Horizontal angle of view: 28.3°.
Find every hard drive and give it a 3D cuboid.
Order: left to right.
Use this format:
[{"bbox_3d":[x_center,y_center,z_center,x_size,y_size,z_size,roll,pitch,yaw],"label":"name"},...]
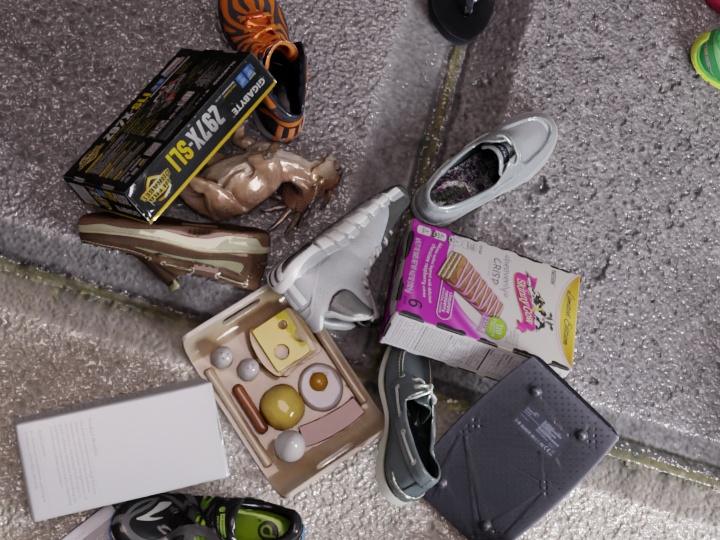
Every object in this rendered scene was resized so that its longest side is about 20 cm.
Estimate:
[{"bbox_3d":[0.158,0.190,1.486,0.135,0.042,0.200,43,112,0],"label":"hard drive"}]

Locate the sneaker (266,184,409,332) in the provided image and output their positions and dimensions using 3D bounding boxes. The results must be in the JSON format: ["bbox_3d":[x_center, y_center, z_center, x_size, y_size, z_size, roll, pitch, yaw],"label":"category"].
[{"bbox_3d":[0.000,0.000,1.523,0.200,0.075,0.116,-37,93,-30],"label":"sneaker"}]

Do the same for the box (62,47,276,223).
[{"bbox_3d":[-0.199,-0.145,1.477,0.200,0.159,0.049,-51,120,-17],"label":"box"}]

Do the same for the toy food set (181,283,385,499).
[{"bbox_3d":[-0.075,0.117,1.496,0.143,0.060,0.201,-32,86,-16],"label":"toy food set"}]

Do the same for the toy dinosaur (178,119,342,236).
[{"bbox_3d":[-0.124,-0.089,1.526,0.199,0.136,0.086,-13,43,9],"label":"toy dinosaur"}]

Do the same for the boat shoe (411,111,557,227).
[{"bbox_3d":[0.146,-0.115,1.583,0.200,0.072,0.070,-35,87,-16],"label":"boat shoe"}]

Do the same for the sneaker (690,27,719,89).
[{"bbox_3d":[0.482,-0.224,1.668,0.199,0.084,0.074,23,74,-6],"label":"sneaker"}]

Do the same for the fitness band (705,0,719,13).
[{"bbox_3d":[0.499,-0.370,1.727,0.199,0.037,0.145,-4,79,-11],"label":"fitness band"}]

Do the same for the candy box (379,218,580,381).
[{"bbox_3d":[0.130,0.040,1.528,0.199,0.061,0.137,18,50,-8],"label":"candy box"}]

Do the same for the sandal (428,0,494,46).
[{"bbox_3d":[0.134,-0.354,1.647,0.076,0.043,0.201,23,75,-6],"label":"sandal"}]

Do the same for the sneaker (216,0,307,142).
[{"bbox_3d":[-0.096,-0.246,1.542,0.077,0.112,0.201,-19,83,-15],"label":"sneaker"}]

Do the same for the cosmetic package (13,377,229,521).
[{"bbox_3d":[-0.241,0.178,1.437,0.199,0.074,0.102,-10,93,-15],"label":"cosmetic package"}]

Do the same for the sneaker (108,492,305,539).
[{"bbox_3d":[-0.152,0.251,1.436,0.198,0.083,0.071,5,63,-12],"label":"sneaker"}]

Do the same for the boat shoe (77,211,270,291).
[{"bbox_3d":[-0.197,-0.015,1.495,0.201,0.075,0.075,7,99,1],"label":"boat shoe"}]

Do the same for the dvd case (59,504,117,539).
[{"bbox_3d":[-0.251,0.357,1.429,0.150,0.025,0.200,-37,88,-17],"label":"dvd case"}]

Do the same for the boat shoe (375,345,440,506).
[{"bbox_3d":[0.060,0.146,1.484,0.073,0.062,0.201,33,46,-30],"label":"boat shoe"}]
